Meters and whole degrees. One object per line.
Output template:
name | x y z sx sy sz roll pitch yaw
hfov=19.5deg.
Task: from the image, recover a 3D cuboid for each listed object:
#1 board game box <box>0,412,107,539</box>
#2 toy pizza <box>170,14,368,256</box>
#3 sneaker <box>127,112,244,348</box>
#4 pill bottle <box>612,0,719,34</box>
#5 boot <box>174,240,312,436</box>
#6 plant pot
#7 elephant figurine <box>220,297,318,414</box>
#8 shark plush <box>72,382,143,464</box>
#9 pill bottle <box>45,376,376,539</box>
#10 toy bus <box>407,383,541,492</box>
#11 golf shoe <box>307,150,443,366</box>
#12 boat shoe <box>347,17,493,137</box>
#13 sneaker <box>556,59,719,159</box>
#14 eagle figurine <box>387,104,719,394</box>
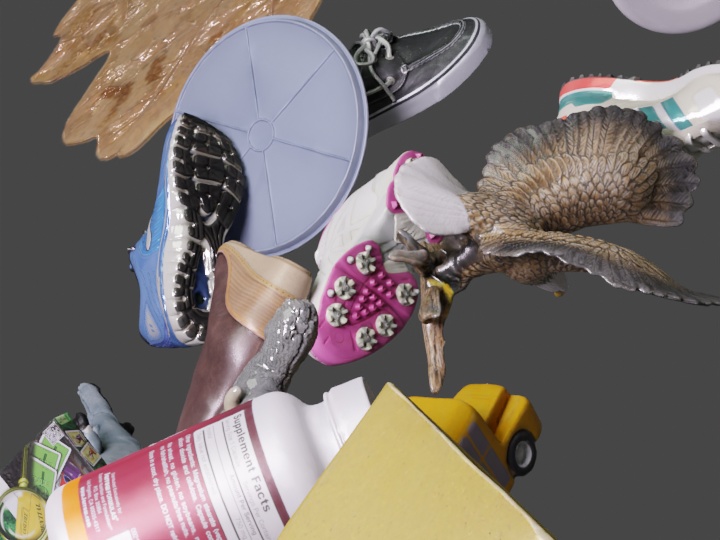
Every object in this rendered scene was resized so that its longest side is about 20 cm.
board game box | -0.158 0.199 1.305 0.105 0.200 0.023 -43 -8 24
toy pizza | -0.073 -0.107 1.704 0.199 0.032 0.202 -6 78 33
sneaker | -0.150 -0.032 1.671 0.089 0.078 0.202 -18 58 42
pill bottle | 0.236 -0.283 1.630 0.119 0.120 0.201 -25 34 16
boot | -0.104 0.066 1.541 0.167 0.072 0.200 -61 11 -5
plant pot | 0.044 0.221 1.104 0.200 0.194 0.195 -47 33 -2
elephant figurine | -0.076 0.146 1.343 0.199 0.155 0.142 -36 10 17
shark plush | -0.175 0.132 1.510 0.090 0.083 0.201 -30 31 16
pill bottle | -0.072 0.141 1.218 0.199 0.113 0.113 -24 33 3
toy bus | 0.036 0.148 1.296 0.065 0.078 0.201 0 47 43
golf shoe | 0.000 0.000 1.544 0.091 0.075 0.200 -21 28 44
boat shoe | 0.012 -0.163 1.732 0.198 0.068 0.074 -27 33 15
sneaker | 0.215 -0.087 1.461 0.199 0.070 0.094 1 65 41
eagle figurine | 0.127 -0.022 1.380 0.199 0.153 0.151 -18 -1 18
